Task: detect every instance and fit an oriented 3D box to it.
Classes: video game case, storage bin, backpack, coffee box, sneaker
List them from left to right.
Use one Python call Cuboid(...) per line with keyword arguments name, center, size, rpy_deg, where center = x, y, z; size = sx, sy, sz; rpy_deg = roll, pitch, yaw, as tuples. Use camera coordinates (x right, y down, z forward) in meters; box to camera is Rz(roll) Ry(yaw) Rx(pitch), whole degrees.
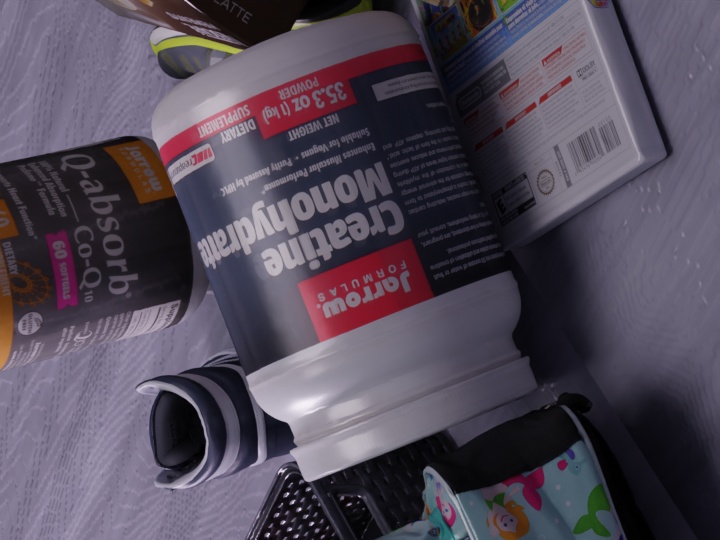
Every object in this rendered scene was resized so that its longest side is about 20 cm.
Cuboid(name="coffee box", center=(-0.110, -0.182, 1.448), size=(0.080, 0.114, 0.200), rpy_deg=(-61, 31, -4))
Cuboid(name="sneaker", center=(-0.094, 0.087, 1.626), size=(0.200, 0.108, 0.070), rpy_deg=(-13, 91, 62))
Cuboid(name="sneaker", center=(-0.052, -0.107, 1.507), size=(0.200, 0.074, 0.081), rpy_deg=(8, 114, 63))
Cuboid(name="storage bin", center=(0.002, 0.196, 1.511), size=(0.135, 0.094, 0.200), rpy_deg=(58, 144, 28))
Cuboid(name="video game case", center=(0.072, -0.124, 1.330), size=(0.143, 0.018, 0.201), rpy_deg=(-34, 73, 60))
Cuboid(name="backpack", center=(0.088, 0.181, 1.301), size=(0.200, 0.150, 0.178), rpy_deg=(60, 172, 13))

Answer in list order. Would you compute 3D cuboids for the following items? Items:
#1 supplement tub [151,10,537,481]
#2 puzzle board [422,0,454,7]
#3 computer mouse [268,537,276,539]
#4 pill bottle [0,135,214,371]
Cuboid(name="supplement tub", center=(-0.006, -0.013, 1.355), size=(0.140, 0.140, 0.201), rpy_deg=(-27, 84, 61))
Cuboid(name="puzzle board", center=(0.015, -0.240, 1.353), size=(0.151, 0.017, 0.201), rpy_deg=(31, 121, 59))
Cuboid(name="computer mouse", center=(-0.004, 0.210, 1.345), size=(0.200, 0.046, 0.141), rpy_deg=(87, 167, -71))
Cuboid(name="pill bottle", center=(-0.157, -0.014, 1.596), size=(0.116, 0.199, 0.117), rpy_deg=(35, 132, 50))
